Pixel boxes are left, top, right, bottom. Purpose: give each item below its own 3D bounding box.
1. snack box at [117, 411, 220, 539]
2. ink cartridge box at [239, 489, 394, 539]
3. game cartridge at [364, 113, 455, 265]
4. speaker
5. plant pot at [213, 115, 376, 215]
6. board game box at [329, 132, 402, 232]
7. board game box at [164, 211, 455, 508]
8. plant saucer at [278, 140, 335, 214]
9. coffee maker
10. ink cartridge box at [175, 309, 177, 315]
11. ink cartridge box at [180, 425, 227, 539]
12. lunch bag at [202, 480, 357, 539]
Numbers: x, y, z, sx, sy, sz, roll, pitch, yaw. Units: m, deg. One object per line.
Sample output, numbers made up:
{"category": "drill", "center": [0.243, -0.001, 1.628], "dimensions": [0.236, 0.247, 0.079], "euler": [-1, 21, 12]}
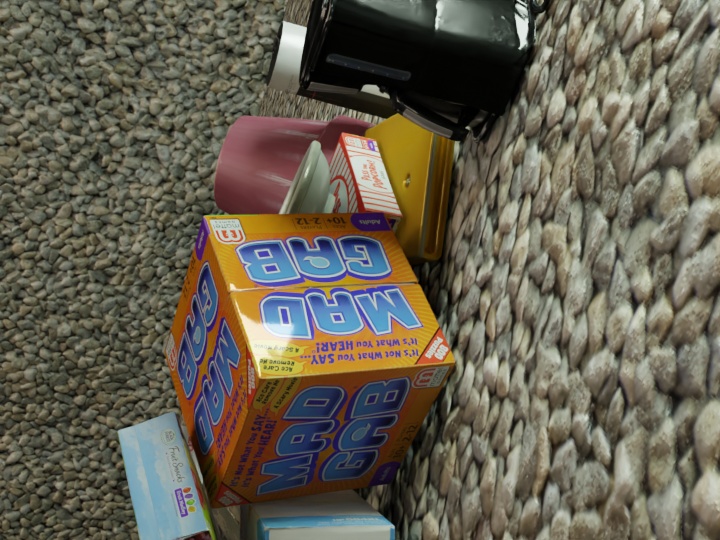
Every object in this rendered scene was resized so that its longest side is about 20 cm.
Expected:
{"category": "snack box", "center": [-0.168, 0.268, 1.109], "dimensions": [0.169, 0.067, 0.202], "euler": [-120, 16, -52]}
{"category": "ink cartridge box", "center": [-0.050, 0.291, 1.130], "dimensions": [0.200, 0.124, 0.130], "euler": [-174, 85, -78]}
{"category": "game cartridge", "center": [0.044, -0.090, 1.285], "dimensions": [0.200, 0.032, 0.179], "euler": [168, 111, -68]}
{"category": "speaker", "center": [-0.011, -0.234, 1.371], "dimensions": [0.081, 0.198, 0.082], "euler": [-167, 90, -78]}
{"category": "plant pot", "center": [-0.087, -0.117, 1.504], "dimensions": [0.200, 0.177, 0.202], "euler": [17, -90, -80]}
{"category": "board game box", "center": [-0.021, -0.031, 1.318], "dimensions": [0.152, 0.046, 0.201], "euler": [-107, 33, -50]}
{"category": "board game box", "center": [-0.060, 0.084, 1.136], "dimensions": [0.201, 0.198, 0.201], "euler": [65, 146, 37]}
{"category": "plant saucer", "center": [-0.070, -0.042, 1.273], "dimensions": [0.200, 0.050, 0.202], "euler": [-156, 90, -83]}
{"category": "coffee maker", "center": [0.055, -0.237, 1.089], "dimensions": [0.135, 0.198, 0.194], "euler": [-99, 25, -58]}
{"category": "ink cartridge box", "center": [-0.164, 0.139, 1.616], "dimensions": [0.084, 0.145, 0.202], "euler": [-21, 78, 38]}
{"category": "ink cartridge box", "center": [-0.161, 0.298, 1.486], "dimensions": [0.083, 0.198, 0.148], "euler": [119, 161, -49]}
{"category": "lunch bag", "center": [-0.093, 0.238, 1.336], "dimensions": [0.164, 0.117, 0.201], "euler": [49, 130, 36]}
